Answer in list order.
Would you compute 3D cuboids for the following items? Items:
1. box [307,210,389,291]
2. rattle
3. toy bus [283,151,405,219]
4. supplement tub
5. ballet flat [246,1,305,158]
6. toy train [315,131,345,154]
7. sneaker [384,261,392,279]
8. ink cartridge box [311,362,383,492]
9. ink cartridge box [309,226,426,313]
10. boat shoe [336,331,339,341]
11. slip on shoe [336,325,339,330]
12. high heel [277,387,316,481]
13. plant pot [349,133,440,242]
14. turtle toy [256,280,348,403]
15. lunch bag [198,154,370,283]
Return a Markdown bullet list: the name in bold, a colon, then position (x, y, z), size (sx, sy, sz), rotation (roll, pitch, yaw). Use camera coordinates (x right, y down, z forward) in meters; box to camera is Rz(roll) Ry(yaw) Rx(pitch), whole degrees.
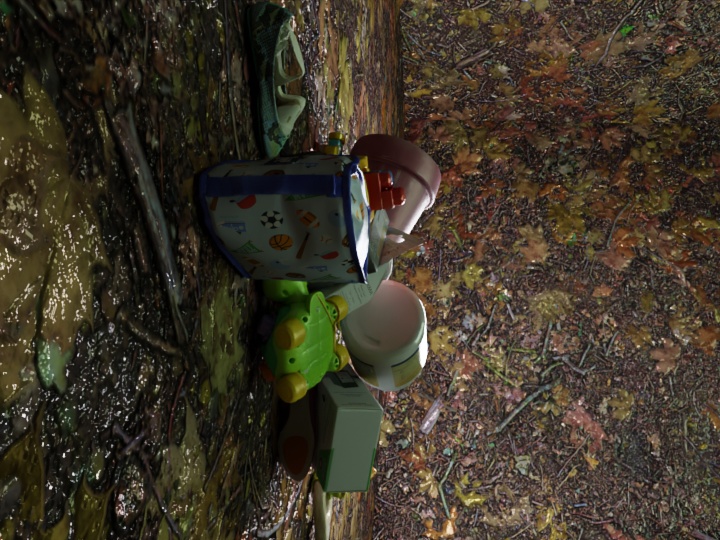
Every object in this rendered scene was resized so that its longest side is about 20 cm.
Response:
- **box**: position (-0.039, -0.041, 1.027), size (0.201, 0.155, 0.049), rotation (-75, 145, -62)
- **rattle**: position (-0.041, 0.524, 1.327), size (0.130, 0.139, 0.206), rotation (139, -50, -75)
- **toy bus**: position (-0.031, -0.107, 0.916), size (0.200, 0.187, 0.140), rotation (-55, 139, -73)
- **supplement tub**: position (0.045, 0.121, 1.075), size (0.201, 0.140, 0.148), rotation (77, 18, -63)
- **ballet flat**: position (-0.105, -0.240, 0.814), size (0.075, 0.072, 0.204), rotation (-77, 167, -54)
- **toy train**: position (-0.066, -0.173, 1.182), size (0.202, 0.054, 0.153), rotation (-81, 175, -51)
- **sneaker**: position (0.026, 0.040, 1.369), size (0.099, 0.076, 0.206), rotation (-135, -124, -79)
- **ink cartridge box**: position (-0.042, 0.255, 1.059), size (0.200, 0.082, 0.150), rotation (-142, -121, -66)
- **ink cartridge box**: position (0.000, 0.000, 1.028), size (0.048, 0.197, 0.160), rotation (67, -14, -21)
- **boat shoe**: position (-0.077, 0.104, 1.067), size (0.202, 0.084, 0.077), rotation (60, 33, -77)
- **slip on shoe**: position (-0.035, 0.069, 1.135), size (0.200, 0.059, 0.078), rotation (60, 49, -77)
- **high heel**: position (-0.101, 0.240, 1.044), size (0.096, 0.065, 0.206), rotation (-17, 101, -81)
- **plant pot**: position (0.043, -0.137, 1.239), size (0.201, 0.195, 0.183), rotation (74, 37, -67)
- **turtle toy**: position (-0.092, 0.080, 0.884), size (0.145, 0.099, 0.206), rotation (-24, 118, -54)
- **lunch bag**: position (-0.075, -0.065, 0.711), size (0.200, 0.165, 0.127), rotation (63, 28, -74)
